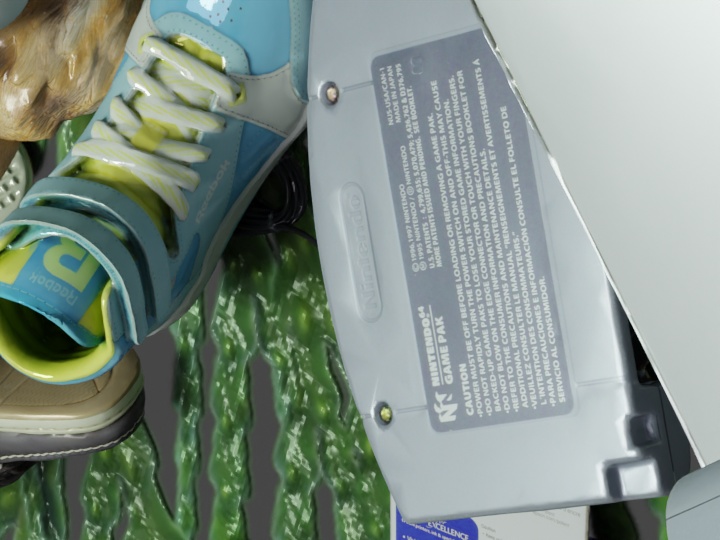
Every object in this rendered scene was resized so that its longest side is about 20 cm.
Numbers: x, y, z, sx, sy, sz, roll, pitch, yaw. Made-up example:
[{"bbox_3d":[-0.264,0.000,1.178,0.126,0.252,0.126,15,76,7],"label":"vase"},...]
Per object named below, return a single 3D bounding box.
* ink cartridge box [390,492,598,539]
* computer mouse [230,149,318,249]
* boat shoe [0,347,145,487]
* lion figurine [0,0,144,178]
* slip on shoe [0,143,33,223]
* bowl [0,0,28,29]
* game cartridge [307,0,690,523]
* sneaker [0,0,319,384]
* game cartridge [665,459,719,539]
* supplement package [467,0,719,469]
[{"bbox_3d":[0.056,0.148,1.076,0.094,0.037,0.201,19,125,34],"label":"ink cartridge box"},{"bbox_3d":[0.000,0.000,1.059,0.200,0.034,0.059,37,116,31],"label":"computer mouse"},{"bbox_3d":[-0.165,0.063,1.211,0.199,0.072,0.065,-1,124,37],"label":"boat shoe"},{"bbox_3d":[-0.173,-0.084,1.117,0.199,0.072,0.123,14,81,34],"label":"lion figurine"},{"bbox_3d":[-0.226,-0.054,1.212,0.199,0.061,0.075,12,81,25],"label":"slip on shoe"},{"bbox_3d":[-0.218,-0.144,1.061,0.075,0.199,0.201,63,-170,-60],"label":"bowl"},{"bbox_3d":[0.043,-0.014,0.974,0.132,0.041,0.202,-10,89,38],"label":"game cartridge"},{"bbox_3d":[-0.076,-0.040,1.005,0.079,0.131,0.201,28,117,8],"label":"sneaker"},{"bbox_3d":[0.197,0.071,0.805,0.133,0.199,0.042,-28,58,57],"label":"game cartridge"},{"bbox_3d":[0.149,-0.053,0.838,0.155,0.111,0.201,-24,95,46],"label":"supplement package"}]
